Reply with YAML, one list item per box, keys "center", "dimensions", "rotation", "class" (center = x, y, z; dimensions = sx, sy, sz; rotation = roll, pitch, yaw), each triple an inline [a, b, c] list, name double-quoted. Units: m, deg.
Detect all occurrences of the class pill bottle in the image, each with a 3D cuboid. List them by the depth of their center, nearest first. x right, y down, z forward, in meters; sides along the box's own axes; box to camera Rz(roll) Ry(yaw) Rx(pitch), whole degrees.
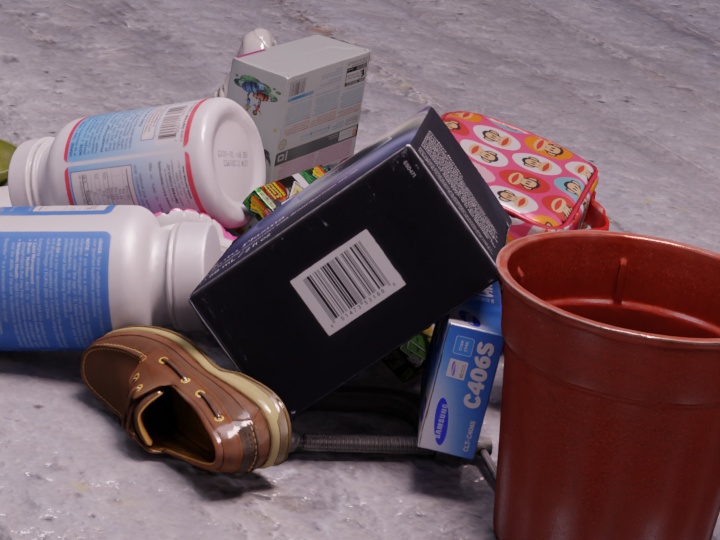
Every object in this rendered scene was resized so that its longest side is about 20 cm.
- center: [-0.210, 0.006, 1.635]
  dimensions: [0.200, 0.112, 0.112]
  rotation: [0, 19, 7]
  class: "pill bottle"
- center: [-0.188, -0.080, 1.790]
  dimensions: [0.200, 0.109, 0.109]
  rotation: [-5, 13, 26]
  class: "pill bottle"

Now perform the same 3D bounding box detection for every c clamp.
- center: [0.000, 0.116, 1.580]
  dimensions: [0.200, 0.027, 0.171]
  rotation: [5, 20, -10]
  class: "c clamp"

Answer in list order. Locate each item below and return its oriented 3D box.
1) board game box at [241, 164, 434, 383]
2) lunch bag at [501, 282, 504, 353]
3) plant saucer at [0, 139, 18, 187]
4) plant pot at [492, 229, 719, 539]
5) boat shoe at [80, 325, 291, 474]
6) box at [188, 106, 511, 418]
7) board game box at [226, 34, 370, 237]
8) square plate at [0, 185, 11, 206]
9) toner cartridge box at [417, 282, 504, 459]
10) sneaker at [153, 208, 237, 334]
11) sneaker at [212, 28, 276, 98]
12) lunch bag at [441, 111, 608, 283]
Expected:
- center: [0.000, 0.000, 1.761]
  dimensions: [0.200, 0.023, 0.105]
  rotation: [48, 30, 11]
  class: "board game box"
- center: [0.201, 0.037, 1.697]
  dimensions: [0.176, 0.082, 0.200]
  rotation: [-5, -9, 37]
  class: "lunch bag"
- center: [-0.411, -0.096, 1.986]
  dimensions: [0.200, 0.031, 0.200]
  rotation: [5, 17, -2]
  class: "plant saucer"
- center: [0.175, 0.098, 1.448]
  dimensions: [0.201, 0.195, 0.201]
  rotation: [7, 20, -3]
  class: "plant pot"
- center: [-0.138, 0.092, 1.526]
  dimensions: [0.068, 0.072, 0.200]
  rotation: [-17, 28, -42]
  class: "boat shoe"
- center: [-0.003, -0.010, 1.594]
  dimensions: [0.200, 0.123, 0.198]
  rotation: [-34, 6, 12]
  class: "box"
- center: [-0.065, -0.094, 1.876]
  dimensions: [0.064, 0.200, 0.148]
  rotation: [19, 22, 25]
  class: "board game box"
- center: [-0.264, -0.031, 1.883]
  dimensions: [0.198, 0.028, 0.200]
  rotation: [24, 25, 39]
  class: "square plate"
- center: [0.074, 0.066, 1.591]
  dimensions: [0.043, 0.095, 0.200]
  rotation: [13, 10, 0]
  class: "toner cartridge box"
- center: [-0.100, 0.017, 1.754]
  dimensions: [0.200, 0.088, 0.081]
  rotation: [14, -26, -35]
  class: "sneaker"
- center: [-0.118, -0.125, 1.946]
  dimensions: [0.080, 0.200, 0.076]
  rotation: [11, 24, 2]
  class: "sneaker"
- center: [0.126, -0.058, 1.817]
  dimensions: [0.176, 0.082, 0.200]
  rotation: [21, 25, 11]
  class: "lunch bag"
